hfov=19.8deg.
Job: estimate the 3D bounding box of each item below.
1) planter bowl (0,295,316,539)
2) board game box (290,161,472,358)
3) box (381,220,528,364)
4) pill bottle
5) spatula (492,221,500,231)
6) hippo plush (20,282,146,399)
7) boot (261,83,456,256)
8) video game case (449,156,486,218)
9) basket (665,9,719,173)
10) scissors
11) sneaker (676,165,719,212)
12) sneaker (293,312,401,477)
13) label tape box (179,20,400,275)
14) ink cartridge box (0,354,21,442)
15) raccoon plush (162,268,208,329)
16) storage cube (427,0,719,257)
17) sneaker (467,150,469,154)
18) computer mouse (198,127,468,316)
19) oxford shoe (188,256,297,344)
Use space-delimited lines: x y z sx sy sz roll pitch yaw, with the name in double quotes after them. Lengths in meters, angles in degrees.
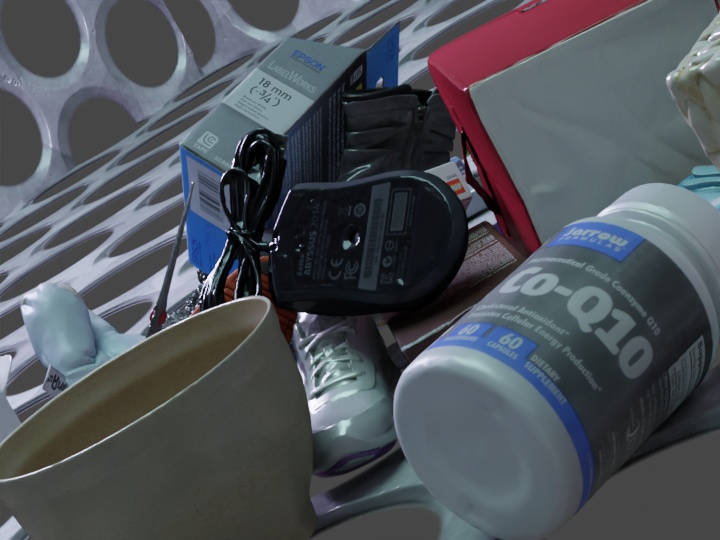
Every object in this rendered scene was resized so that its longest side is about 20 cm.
-0.108 0.125 1.241 0.199 0.135 0.200 -29 11 6 "planter bowl"
0.000 0.000 1.477 0.125 0.035 0.200 -20 -20 -19 "board game box"
0.073 0.034 1.339 0.100 0.075 0.200 -29 10 1 "box"
0.118 0.042 1.094 0.113 0.114 0.200 -15 19 50 "pill bottle"
0.080 -0.011 1.611 0.199 0.021 0.057 -28 11 37 "spatula"
-0.155 0.066 1.537 0.160 0.160 0.200 -20 -8 -7 "hippo plush"
-0.009 -0.072 1.551 0.199 0.133 0.070 -13 18 -37 "boot"
0.018 -0.033 1.864 0.199 0.023 0.182 -31 12 2 "video game case"
0.288 -0.077 0.994 0.197 0.201 0.161 -17 23 47 "basket"
-0.135 0.043 1.339 0.014 0.201 0.073 20 28 10 "scissors"
0.230 -0.028 1.202 0.199 0.080 0.131 -17 19 45 "sneaker"
-0.020 0.070 1.343 0.074 0.100 0.200 -23 14 6 "sneaker"
-0.053 -0.098 1.592 0.200 0.063 0.145 -48 -23 -30 "label tape box"
-0.390 0.153 1.820 0.200 0.126 0.128 -36 14 -27 "ink cartridge box"
-0.095 0.031 1.637 0.200 0.097 0.134 -43 6 43 "raccoon plush"
0.166 -0.097 1.381 0.199 0.172 0.180 -25 14 0 "storage cube"
0.169 -0.117 1.697 0.199 0.083 0.072 -22 14 33 "sneaker"
-0.006 -0.020 1.329 0.199 0.053 0.140 4 75 36 "computer mouse"
-0.101 0.083 1.406 0.201 0.071 0.073 -60 -5 -6 "oxford shoe"
